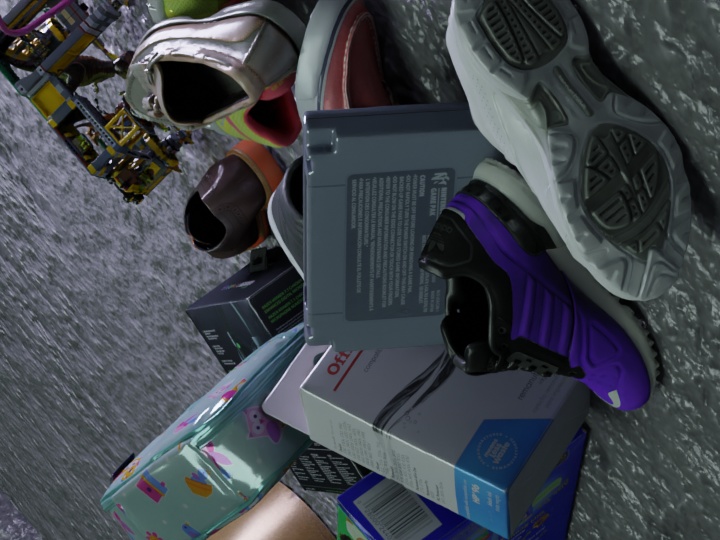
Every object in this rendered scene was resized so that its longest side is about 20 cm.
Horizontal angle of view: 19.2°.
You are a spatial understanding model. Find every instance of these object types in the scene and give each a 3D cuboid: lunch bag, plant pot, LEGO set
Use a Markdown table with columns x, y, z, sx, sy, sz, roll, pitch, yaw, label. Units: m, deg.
| x | y | z | sx | sy | sz | roll | pitch | yaw | label |
| --- | --- | --- | --- | --- | --- | --- | --- | --- | --- |
| -0.095 | 0.123 | 1.562 | 0.077 | 0.160 | 0.200 | 48 | 135 | -5 | lunch bag |
| -0.120 | 0.348 | 2.197 | 0.186 | 0.200 | 0.187 | 44 | 158 | 22 | plant pot |
| -0.200 | -0.163 | 1.710 | 0.200 | 0.116 | 0.154 | 51 | -170 | 19 | LEGO set |

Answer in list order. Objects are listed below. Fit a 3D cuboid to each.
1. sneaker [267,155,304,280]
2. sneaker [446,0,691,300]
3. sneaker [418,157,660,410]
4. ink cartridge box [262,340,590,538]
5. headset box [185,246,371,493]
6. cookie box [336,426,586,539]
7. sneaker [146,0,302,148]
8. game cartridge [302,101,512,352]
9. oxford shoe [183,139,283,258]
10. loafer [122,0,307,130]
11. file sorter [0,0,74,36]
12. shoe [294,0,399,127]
| x | y | z | sx | sy | sz | roll | pitch | yaw | label |
| --- | --- | --- | --- | --- | --- | --- | --- | --- | --- |
| 0.000 | 0.000 | 1.525 | 0.200 | 0.071 | 0.099 | 53 | 166 | 15 | sneaker |
| 0.112 | -0.073 | 1.166 | 0.201 | 0.078 | 0.099 | 62 | 167 | 3 | sneaker |
| 0.098 | 0.032 | 1.283 | 0.200 | 0.100 | 0.069 | 50 | 165 | -31 | sneaker |
| 0.040 | 0.077 | 1.421 | 0.199 | 0.116 | 0.068 | 25 | 151 | 21 | ink cartridge box |
| -0.037 | 0.072 | 1.700 | 0.200 | 0.093 | 0.174 | 57 | 161 | -8 | headset box |
| 0.069 | 0.182 | 1.529 | 0.075 | 0.171 | 0.200 | 47 | 160 | 23 | cookie box |
| -0.081 | -0.159 | 1.459 | 0.090 | 0.078 | 0.200 | 31 | 158 | 30 | sneaker |
| 0.030 | -0.026 | 1.325 | 0.200 | 0.133 | 0.041 | 92 | 176 | -48 | game cartridge |
| -0.116 | -0.046 | 1.711 | 0.071 | 0.072 | 0.200 | 50 | 161 | 7 | oxford shoe |
| -0.108 | -0.126 | 1.395 | 0.072 | 0.063 | 0.200 | 46 | 150 | -19 | loafer |
| -0.288 | -0.292 | 1.612 | 0.200 | 0.125 | 0.139 | 40 | 157 | 33 | file sorter |
| 0.014 | -0.087 | 1.367 | 0.091 | 0.072 | 0.201 | 19 | 135 | 20 | shoe |
